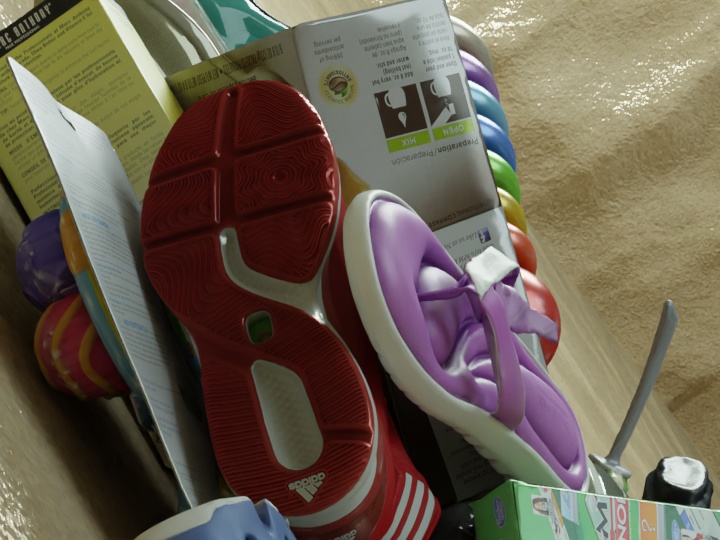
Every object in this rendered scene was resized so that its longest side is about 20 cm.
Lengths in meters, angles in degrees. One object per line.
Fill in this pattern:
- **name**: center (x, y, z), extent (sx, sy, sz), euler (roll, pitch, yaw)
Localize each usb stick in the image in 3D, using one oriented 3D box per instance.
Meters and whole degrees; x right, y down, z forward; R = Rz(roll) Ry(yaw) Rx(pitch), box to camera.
- **usb stick**: center (0.128, 0.184, 1.366), extent (0.033, 0.200, 0.055), euler (13, 19, 7)

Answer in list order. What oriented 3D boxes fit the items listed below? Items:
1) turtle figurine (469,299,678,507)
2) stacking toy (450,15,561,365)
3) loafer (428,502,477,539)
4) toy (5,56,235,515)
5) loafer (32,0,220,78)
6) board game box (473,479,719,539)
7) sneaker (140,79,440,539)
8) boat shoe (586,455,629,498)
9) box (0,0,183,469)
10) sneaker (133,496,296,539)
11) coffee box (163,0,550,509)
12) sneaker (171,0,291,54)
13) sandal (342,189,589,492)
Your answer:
- **turtle figurine**: center (0.077, 0.093, 1.371), extent (0.144, 0.200, 0.194), euler (12, -42, 29)
- **stacking toy**: center (0.043, -0.024, 1.320), extent (0.085, 0.085, 0.200), euler (49, 16, -45)
- **loafer**: center (0.017, 0.136, 1.185), extent (0.200, 0.071, 0.073), euler (80, 7, -67)
- **toy**: center (-0.088, 0.031, 1.065), extent (0.200, 0.047, 0.115), euler (63, 5, 16)
- **loafer**: center (-0.083, -0.042, 1.274), extent (0.200, 0.076, 0.068), euler (54, 44, 1)
- **board game box**: center (0.113, 0.180, 1.074), extent (0.135, 0.029, 0.200), euler (10, 61, -29)
- **sneaker**: center (-0.025, 0.033, 1.089), extent (0.116, 0.078, 0.200), euler (66, 13, -51)
- **boat shoe**: center (0.100, 0.153, 1.170), extent (0.060, 0.072, 0.202), euler (23, 35, -23)
- **box**: center (-0.086, -0.018, 1.183), extent (0.200, 0.075, 0.050), euler (58, 7, 22)
- **sneaker**: center (-0.008, 0.152, 0.971), extent (0.199, 0.081, 0.115), euler (28, 31, -60)
- **coffee box**: center (0.000, 0.000, 1.213), extent (0.114, 0.080, 0.200), euler (-16, -89, 56)
- **sneaker**: center (-0.036, -0.061, 1.334), extent (0.080, 0.071, 0.200), euler (-29, 87, -42)
- **sandal**: center (0.050, 0.023, 1.096), extent (0.203, 0.050, 0.082), euler (45, 28, -55)
